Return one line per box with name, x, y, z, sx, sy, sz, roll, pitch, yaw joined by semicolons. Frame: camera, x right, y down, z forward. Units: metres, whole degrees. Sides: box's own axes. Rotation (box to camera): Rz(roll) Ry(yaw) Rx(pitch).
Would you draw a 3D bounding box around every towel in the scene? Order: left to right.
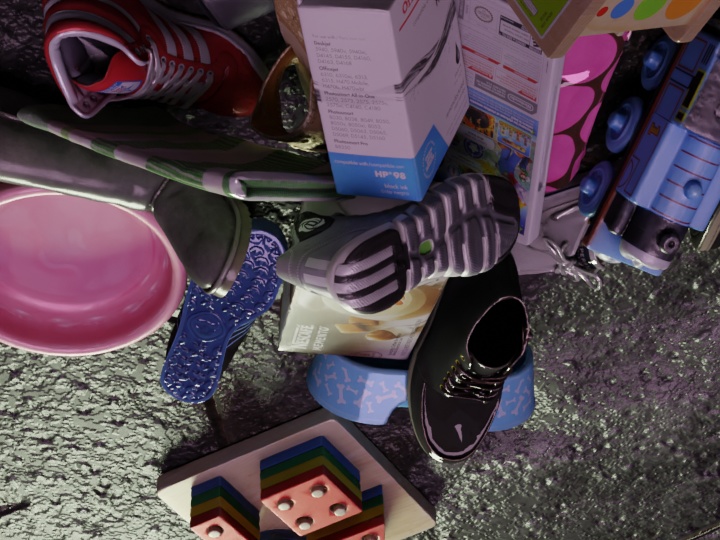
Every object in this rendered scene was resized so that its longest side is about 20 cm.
towel;-0.120;-0.086;1.310;0.152;0.200;0.023;-5;112;-55

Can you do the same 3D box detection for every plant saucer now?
plant saucer;-0.240;-0.013;1.496;0.200;0.051;0.201;-2;137;-2

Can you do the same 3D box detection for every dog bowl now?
dog bowl;0.056;0.082;1.576;0.200;0.112;0.050;5;122;-8

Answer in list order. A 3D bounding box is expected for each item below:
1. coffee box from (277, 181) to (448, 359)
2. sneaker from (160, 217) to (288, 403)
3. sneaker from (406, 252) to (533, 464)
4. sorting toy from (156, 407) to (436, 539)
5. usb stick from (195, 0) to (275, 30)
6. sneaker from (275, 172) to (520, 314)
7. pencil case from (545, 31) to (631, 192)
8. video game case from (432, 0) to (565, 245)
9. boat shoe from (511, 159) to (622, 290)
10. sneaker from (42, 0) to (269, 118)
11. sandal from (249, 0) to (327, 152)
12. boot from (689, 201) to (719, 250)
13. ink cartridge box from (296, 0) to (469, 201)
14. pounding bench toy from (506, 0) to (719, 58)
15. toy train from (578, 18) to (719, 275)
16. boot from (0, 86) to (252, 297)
coffee box;0.000;0.000;1.451;0.114;0.080;0.200;6;159;-7
sneaker;-0.111;0.019;1.517;0.070;0.078;0.200;25;128;-10
sneaker;0.084;0.083;1.465;0.075;0.106;0.200;5;115;-8
sorting toy;-0.058;0.240;1.758;0.200;0.070;0.199;-24;133;20
usb stick;-0.025;-0.225;1.300;0.200;0.033;0.055;-21;131;17
sneaker;0.018;-0.029;1.320;0.115;0.200;0.075;10;111;41
pencil case;0.144;-0.146;1.357;0.094;0.091;0.200;0;139;-14
video game case;0.079;-0.126;1.350;0.143;0.018;0.200;30;139;26
boat shoe;0.177;-0.023;1.484;0.202;0.086;0.075;-19;134;16
sneaker;-0.146;-0.142;1.320;0.200;0.113;0.071;29;125;-29
sandal;-0.053;-0.128;1.339;0.070;0.078;0.212;-32;150;-13
boot;0.352;-0.086;1.445;0.150;0.073;0.200;8;130;-12
ink cartridge box;0.016;-0.160;1.248;0.067;0.116;0.200;7;135;21
pounding bench toy;0.157;-0.260;1.220;0.156;0.200;0.124;-12;150;-40
toy train;0.233;-0.089;1.366;0.087;0.114;0.200;22;102;-19
boot;-0.189;-0.064;1.364;0.200;0.182;0.073;20;113;-27
